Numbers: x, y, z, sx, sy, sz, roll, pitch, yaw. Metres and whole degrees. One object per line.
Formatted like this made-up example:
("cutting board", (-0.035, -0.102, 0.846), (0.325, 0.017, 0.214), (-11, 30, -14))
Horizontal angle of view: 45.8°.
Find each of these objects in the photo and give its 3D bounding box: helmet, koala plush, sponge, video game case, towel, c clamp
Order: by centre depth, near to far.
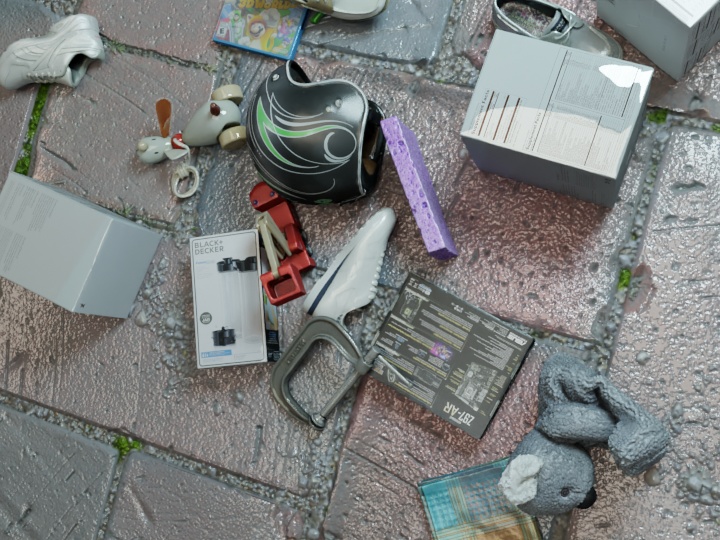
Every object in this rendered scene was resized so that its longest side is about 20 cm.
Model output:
("koala plush", (0.258, 0.229, 1.085), (0.184, 0.177, 0.200), (42, 90, 26))
("towel", (0.174, 0.369, 1.170), (0.146, 0.022, 0.201), (-20, 79, 13))
("sponge", (0.084, -0.114, 1.203), (0.030, 0.112, 0.200), (-21, 79, 14))
("helmet", (-0.070, -0.195, 1.219), (0.190, 0.200, 0.201), (9, 86, 13))
("c clamp", (-0.044, 0.159, 1.224), (0.171, 0.027, 0.200), (50, 120, 11))
("video game case", (-0.141, -0.442, 1.352), (0.143, 0.018, 0.201), (18, 89, 18))

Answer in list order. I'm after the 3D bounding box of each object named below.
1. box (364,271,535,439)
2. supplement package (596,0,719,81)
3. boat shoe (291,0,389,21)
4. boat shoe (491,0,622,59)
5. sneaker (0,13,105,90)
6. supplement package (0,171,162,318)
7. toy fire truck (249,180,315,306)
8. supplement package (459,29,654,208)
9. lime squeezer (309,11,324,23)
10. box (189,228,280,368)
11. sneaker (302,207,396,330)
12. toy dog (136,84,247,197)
("box", (0.121, 0.118, 1.201), (0.200, 0.044, 0.161), (28, 92, 17))
("supplement package", (0.396, -0.361, 1.095), (0.111, 0.200, 0.156), (-45, 74, 7))
("boat shoe", (-0.056, -0.417, 1.271), (0.200, 0.068, 0.075), (16, 107, 21))
("boat shoe", (0.271, -0.333, 1.195), (0.201, 0.071, 0.070), (29, 92, 17))
("sneaker", (-0.515, -0.342, 1.419), (0.200, 0.078, 0.100), (-26, 81, 13))
("supplement package", (-0.451, -0.035, 1.325), (0.200, 0.151, 0.152), (23, 90, 17))
("toy fire truck", (-0.120, -0.046, 1.237), (0.049, 0.141, 0.200), (-24, 78, 12))
("supplement package", (0.259, -0.193, 1.120), (0.200, 0.191, 0.147), (19, 89, 16))
("lime squeezer", (-0.012, -0.470, 1.317), (0.071, 0.038, 0.200), (20, 91, 48))
("box", (-0.190, 0.044, 1.289), (0.116, 0.060, 0.201), (-6, 82, 15))
("sneaker", (0.000, 0.000, 1.242), (0.080, 0.076, 0.200), (36, 99, 5))
("toy dog", (-0.264, -0.217, 1.321), (0.200, 0.096, 0.132), (-40, 75, 8))
